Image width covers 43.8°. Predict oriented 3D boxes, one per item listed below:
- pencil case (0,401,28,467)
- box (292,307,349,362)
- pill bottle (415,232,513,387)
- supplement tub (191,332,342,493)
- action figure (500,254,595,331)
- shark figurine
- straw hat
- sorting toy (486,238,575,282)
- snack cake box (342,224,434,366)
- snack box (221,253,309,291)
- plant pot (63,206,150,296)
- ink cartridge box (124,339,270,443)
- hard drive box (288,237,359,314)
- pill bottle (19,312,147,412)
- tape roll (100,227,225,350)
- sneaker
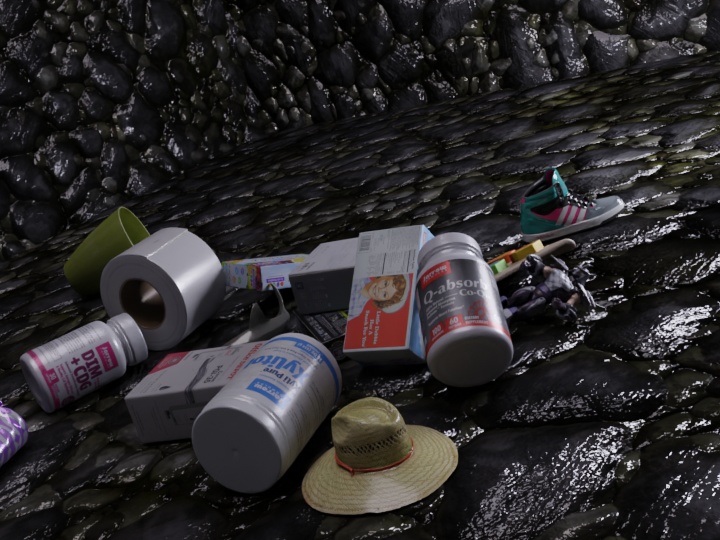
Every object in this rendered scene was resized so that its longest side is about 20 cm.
[{"bbox_3d":[-0.595,0.284,1.377,0.083,0.086,0.200,-10,20,17],"label":"pencil case"},{"bbox_3d":[-0.013,0.083,1.504,0.159,0.045,0.200,-21,18,-13],"label":"box"},{"bbox_3d":[0.136,0.050,1.234,0.115,0.116,0.201,-15,44,7],"label":"pill bottle"},{"bbox_3d":[-0.116,0.180,1.169,0.131,0.133,0.200,-8,19,25],"label":"supplement tub"},{"bbox_3d":[0.259,0.041,1.324,0.199,0.070,0.130,-27,37,-4],"label":"action figure"},{"bbox_3d":[-0.168,0.089,1.564,0.127,0.090,0.214,-3,24,33],"label":"shark figurine"},{"bbox_3d":[0.013,0.199,1.065,0.199,0.086,0.201,-16,18,5],"label":"straw hat"},{"bbox_3d":[0.226,-0.003,1.461,0.199,0.037,0.185,-22,-2,-19],"label":"sorting toy"},{"bbox_3d":[0.048,0.039,1.354,0.114,0.067,0.202,-5,64,29],"label":"snack cake box"},{"bbox_3d":[-0.153,0.002,1.770,0.199,0.053,0.142,-7,7,-40],"label":"snack box"},{"bbox_3d":[-0.625,-0.025,2.219,0.199,0.188,0.187,-31,17,4],"label":"plant pot"},{"bbox_3d":[-0.226,0.180,1.346,0.199,0.083,0.147,-10,19,21],"label":"ink cartridge box"},{"bbox_3d":[0.000,0.000,1.539,0.199,0.077,0.156,-8,20,25],"label":"hard drive box"},{"bbox_3d":[-0.492,0.160,1.603,0.199,0.114,0.113,-28,21,-30],"label":"pill bottle"},{"bbox_3d":[-0.380,0.035,1.729,0.201,0.204,0.139,-6,21,30],"label":"tape roll"},{"bbox_3d":[0.384,-0.136,1.662,0.199,0.122,0.084,-18,18,-2],"label":"sneaker"}]
